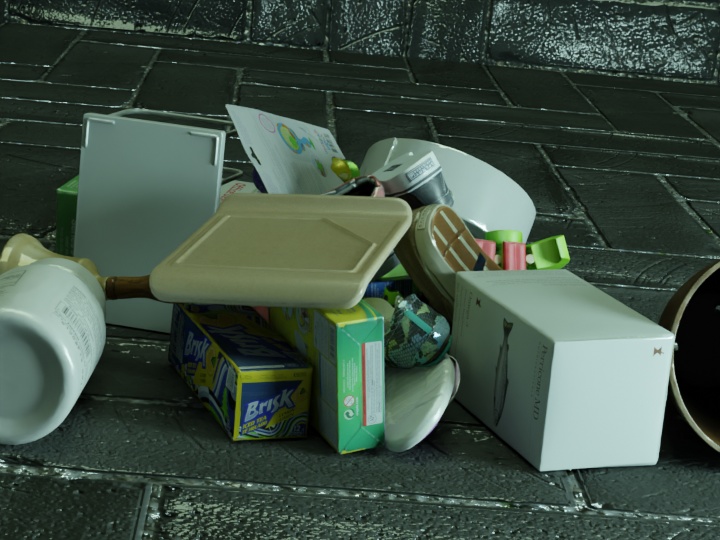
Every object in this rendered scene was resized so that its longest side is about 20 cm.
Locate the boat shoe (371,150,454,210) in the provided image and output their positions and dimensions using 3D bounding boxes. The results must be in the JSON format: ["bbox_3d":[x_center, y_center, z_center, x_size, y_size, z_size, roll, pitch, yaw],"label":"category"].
[{"bbox_3d":[0.048,-0.075,1.664,0.072,0.068,0.200,-34,8,-12],"label":"boat shoe"}]

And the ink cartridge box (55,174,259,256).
[{"bbox_3d":[-0.220,-0.055,1.871,0.199,0.088,0.145,6,16,8],"label":"ink cartridge box"}]

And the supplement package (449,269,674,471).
[{"bbox_3d":[0.167,0.081,1.465,0.117,0.117,0.200,-1,16,-21],"label":"supplement package"}]

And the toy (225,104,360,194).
[{"bbox_3d":[-0.068,-0.096,1.687,0.047,0.115,0.200,-36,-19,26],"label":"toy"}]

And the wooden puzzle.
[{"bbox_3d":[-0.063,-0.014,1.457,0.185,0.037,0.200,2,24,15],"label":"wooden puzzle"}]

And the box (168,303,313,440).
[{"bbox_3d":[-0.106,0.081,1.466,0.070,0.064,0.200,-1,18,-22],"label":"box"}]

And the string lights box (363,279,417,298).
[{"bbox_3d":[0.000,0.000,1.704,0.200,0.103,0.059,-2,1,-26],"label":"string lights box"}]

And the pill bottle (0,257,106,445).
[{"bbox_3d":[-0.272,0.057,1.399,0.114,0.115,0.200,6,16,1],"label":"pill bottle"}]

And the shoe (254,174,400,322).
[{"bbox_3d":[-0.047,-0.006,1.588,0.200,0.091,0.071,-37,42,-17],"label":"shoe"}]

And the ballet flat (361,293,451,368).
[{"bbox_3d":[0.006,0.050,1.490,0.074,0.074,0.200,-5,-5,-32],"label":"ballet flat"}]

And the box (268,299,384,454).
[{"bbox_3d":[-0.036,0.066,1.444,0.048,0.118,0.200,-8,20,-22],"label":"box"}]

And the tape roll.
[{"bbox_3d":[0.086,-0.064,1.844,0.202,0.071,0.202,21,-18,7],"label":"tape roll"}]

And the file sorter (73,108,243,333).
[{"bbox_3d":[-0.194,-0.052,1.672,0.138,0.201,0.125,9,12,11],"label":"file sorter"}]

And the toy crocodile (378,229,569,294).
[{"bbox_3d":[0.108,-0.011,1.677,0.199,0.068,0.062,2,-11,-13],"label":"toy crocodile"}]

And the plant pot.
[{"bbox_3d":[0.336,0.068,1.504,0.186,0.187,0.200,4,2,-6],"label":"plant pot"}]

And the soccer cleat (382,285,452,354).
[{"bbox_3d":[0.106,0.044,1.641,0.200,0.081,0.067,-4,18,-31],"label":"soccer cleat"}]

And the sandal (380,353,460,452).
[{"bbox_3d":[0.057,0.103,1.459,0.050,0.082,0.203,46,16,-16],"label":"sandal"}]

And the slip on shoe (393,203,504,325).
[{"bbox_3d":[0.094,0.022,1.576,0.060,0.200,0.076,-11,41,38],"label":"slip on shoe"}]

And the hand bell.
[{"bbox_3d":[-0.214,0.015,1.522,0.199,0.104,0.104,-2,13,16],"label":"hand bell"}]
